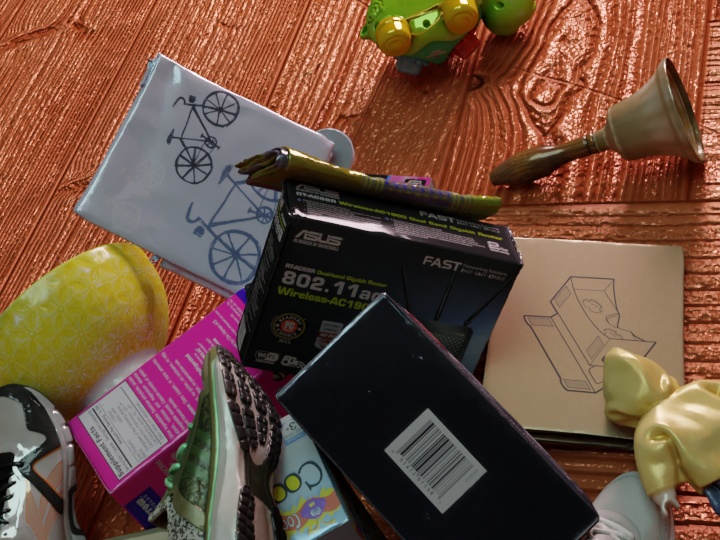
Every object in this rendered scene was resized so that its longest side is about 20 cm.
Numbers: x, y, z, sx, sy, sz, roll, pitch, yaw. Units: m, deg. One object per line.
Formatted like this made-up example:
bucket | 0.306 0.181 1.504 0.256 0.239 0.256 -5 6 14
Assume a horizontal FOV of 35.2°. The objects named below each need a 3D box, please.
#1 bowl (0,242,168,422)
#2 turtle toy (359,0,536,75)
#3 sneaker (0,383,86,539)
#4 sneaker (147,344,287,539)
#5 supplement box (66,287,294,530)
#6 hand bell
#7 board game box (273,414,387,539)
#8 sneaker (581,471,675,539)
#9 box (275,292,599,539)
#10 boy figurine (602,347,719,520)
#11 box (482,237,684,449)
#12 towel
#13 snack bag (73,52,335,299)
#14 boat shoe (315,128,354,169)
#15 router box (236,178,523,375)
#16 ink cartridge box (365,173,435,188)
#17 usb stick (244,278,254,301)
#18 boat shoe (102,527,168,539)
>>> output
bowl | -0.247 0.081 1.065 0.200 0.200 0.108 -42 74 -13
turtle toy | 0.096 -0.287 1.264 0.200 0.101 0.146 -16 47 10
sneaker | -0.286 0.195 0.967 0.074 0.080 0.200 -20 81 36
sneaker | -0.104 0.134 0.741 0.088 0.077 0.200 -22 43 15
supplement box | -0.142 0.129 1.015 0.200 0.101 0.103 -38 48 -9
hand bell | 0.217 -0.120 1.096 0.200 0.104 0.104 -19 45 24
board game box | -0.038 0.212 0.830 0.105 0.200 0.103 -28 46 -1
sneaker | 0.163 0.221 0.809 0.076 0.092 0.200 18 61 33
box | 0.059 0.128 0.801 0.104 0.182 0.200 -44 78 0
boy figurine | 0.251 0.133 0.840 0.124 0.064 0.200 -38 54 -22
box | 0.192 0.057 0.966 0.163 0.021 0.200 3 52 13
towel | 0.003 -0.069 0.954 0.144 0.200 0.023 175 105 -71
snack bag | -0.147 -0.083 1.073 0.200 0.021 0.189 26 73 -9
boat shoe | -0.069 -0.048 1.158 0.071 0.091 0.200 32 84 -1
router box | 0.013 0.020 0.928 0.200 0.150 0.062 11 31 -15
ink cartridge box | 0.002 -0.011 1.119 0.095 0.037 0.200 6 57 27
usb stick | 0.000 0.000 0.981 0.200 0.055 0.033 -14 87 1
boat shoe | -0.121 0.235 0.947 0.201 0.074 0.063 -14 83 0
